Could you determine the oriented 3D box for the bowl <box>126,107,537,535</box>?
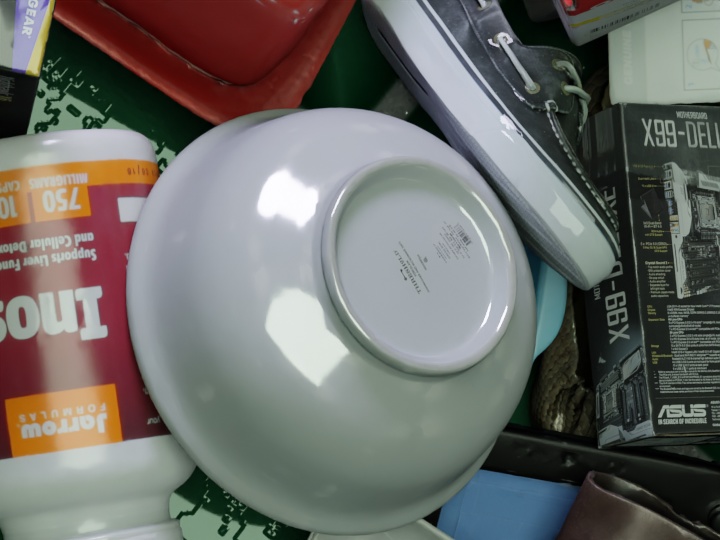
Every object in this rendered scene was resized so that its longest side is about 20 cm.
[{"bbox_3d":[0.006,0.010,0.948,0.200,0.090,0.203,10,69,-28],"label":"bowl"}]

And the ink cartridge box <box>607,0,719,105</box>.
[{"bbox_3d":[0.217,-0.159,1.046,0.198,0.047,0.161,-2,90,4],"label":"ink cartridge box"}]

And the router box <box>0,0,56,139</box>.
[{"bbox_3d":[-0.214,-0.104,0.933,0.156,0.200,0.053,12,81,-9],"label":"router box"}]

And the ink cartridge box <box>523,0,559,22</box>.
[{"bbox_3d":[0.166,-0.210,1.085,0.199,0.067,0.118,-18,89,-12],"label":"ink cartridge box"}]

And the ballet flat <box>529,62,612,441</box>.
[{"bbox_3d":[0.123,-0.008,1.068,0.067,0.046,0.201,14,82,-10],"label":"ballet flat"}]

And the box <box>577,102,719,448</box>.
[{"bbox_3d":[0.203,0.003,1.053,0.199,0.050,0.159,0,79,-25],"label":"box"}]

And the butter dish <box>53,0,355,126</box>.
[{"bbox_3d":[-0.057,-0.193,0.977,0.199,0.148,0.200,34,68,-19],"label":"butter dish"}]

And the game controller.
[{"bbox_3d":[0.088,0.128,1.042,0.199,0.042,0.105,11,98,-9],"label":"game controller"}]

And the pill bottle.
[{"bbox_3d":[-0.133,0.044,0.978,0.112,0.113,0.202,-9,86,-12],"label":"pill bottle"}]

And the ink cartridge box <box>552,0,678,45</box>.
[{"bbox_3d":[0.129,-0.156,0.928,0.116,0.200,0.068,-24,88,6],"label":"ink cartridge box"}]

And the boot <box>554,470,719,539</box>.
[{"bbox_3d":[0.145,0.208,1.011,0.199,0.072,0.167,33,106,0],"label":"boot"}]

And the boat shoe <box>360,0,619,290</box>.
[{"bbox_3d":[0.073,-0.081,1.015,0.071,0.072,0.200,-31,61,-5],"label":"boat shoe"}]

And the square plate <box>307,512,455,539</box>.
[{"bbox_3d":[0.035,0.226,0.990,0.199,0.028,0.199,29,97,14],"label":"square plate"}]

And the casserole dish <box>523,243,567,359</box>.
[{"bbox_3d":[0.000,0.000,1.046,0.199,0.039,0.122,12,80,-11],"label":"casserole dish"}]
